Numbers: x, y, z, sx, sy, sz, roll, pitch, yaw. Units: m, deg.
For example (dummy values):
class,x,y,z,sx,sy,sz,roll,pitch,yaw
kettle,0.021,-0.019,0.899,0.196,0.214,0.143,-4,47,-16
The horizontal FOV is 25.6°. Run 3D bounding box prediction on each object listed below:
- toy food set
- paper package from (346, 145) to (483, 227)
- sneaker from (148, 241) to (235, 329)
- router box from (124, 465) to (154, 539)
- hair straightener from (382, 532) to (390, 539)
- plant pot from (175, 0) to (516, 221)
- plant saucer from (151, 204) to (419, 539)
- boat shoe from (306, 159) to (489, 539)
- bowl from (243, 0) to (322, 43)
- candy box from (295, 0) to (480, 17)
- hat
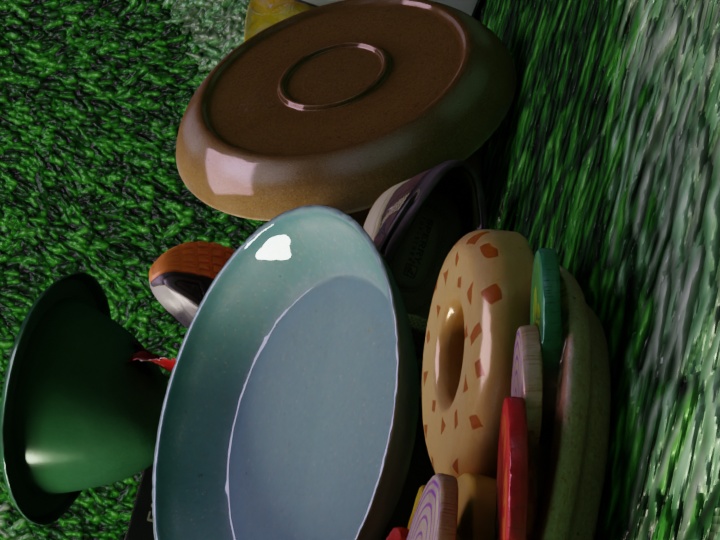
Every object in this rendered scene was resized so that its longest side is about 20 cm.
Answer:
class,x,y,z,sx,sy,sz,roll,pitch,yaw
toy food set,0.038,0.087,0.550,0.198,0.048,0.202,-109,34,-81
paper package,0.000,0.000,0.941,0.201,0.102,0.192,-82,9,-50
sneaker,-0.078,0.058,1.066,0.092,0.199,0.076,-32,40,27
router box,-0.091,0.207,1.075,0.062,0.148,0.202,119,165,-67
hair straightener,-0.026,0.199,0.647,0.201,0.041,0.077,-55,-5,-2
plant pot,-0.013,-0.100,0.882,0.201,0.197,0.028,-81,-22,-49
plant saucer,-0.031,0.072,0.717,0.199,0.036,0.202,-29,53,47
boat shoe,0.021,0.038,0.744,0.065,0.072,0.202,127,153,-61
bowl,-0.004,-0.129,1.196,0.200,0.106,0.203,-10,-90,-73
candy box,0.015,-0.268,1.192,0.201,0.166,0.072,-80,9,-49
hat,-0.123,0.094,1.024,0.200,0.174,0.168,-40,-46,-72
